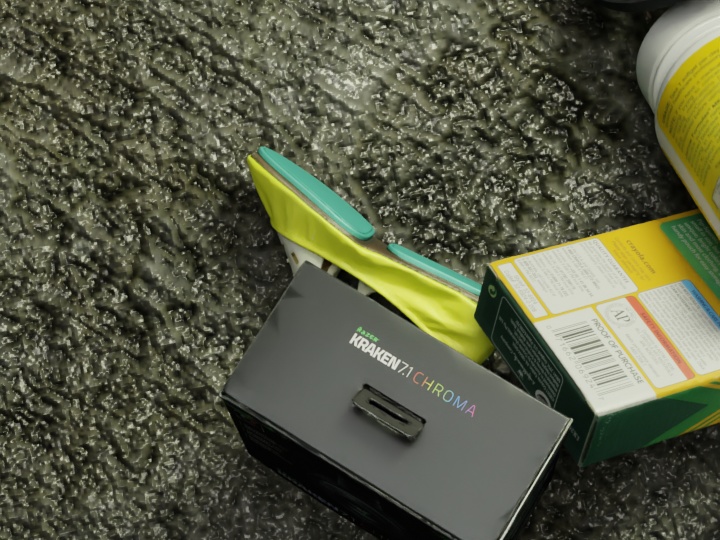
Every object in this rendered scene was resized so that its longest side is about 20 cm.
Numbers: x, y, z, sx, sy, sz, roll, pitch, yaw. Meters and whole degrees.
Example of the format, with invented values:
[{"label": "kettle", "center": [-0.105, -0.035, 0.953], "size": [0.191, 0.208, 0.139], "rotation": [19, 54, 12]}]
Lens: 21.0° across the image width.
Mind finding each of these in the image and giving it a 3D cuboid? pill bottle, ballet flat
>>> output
[{"label": "pill bottle", "center": [0.244, -0.078, 1.160], "size": [0.114, 0.114, 0.200], "rotation": [-19, 43, -3]}, {"label": "ballet flat", "center": [0.000, 0.000, 1.213], "size": [0.200, 0.067, 0.067], "rotation": [33, 99, 8]}]

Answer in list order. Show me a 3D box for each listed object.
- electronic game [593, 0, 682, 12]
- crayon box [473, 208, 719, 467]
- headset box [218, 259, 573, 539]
[{"label": "electronic game", "center": [0.214, -0.247, 1.224], "size": [0.042, 0.200, 0.200], "rotation": [38, 75, -31]}, {"label": "crayon box", "center": [0.186, 0.032, 1.158], "size": [0.200, 0.052, 0.126], "rotation": [-15, 50, -24]}, {"label": "headset box", "center": [0.021, 0.095, 1.112], "size": [0.174, 0.200, 0.093], "rotation": [31, 77, 9]}]
